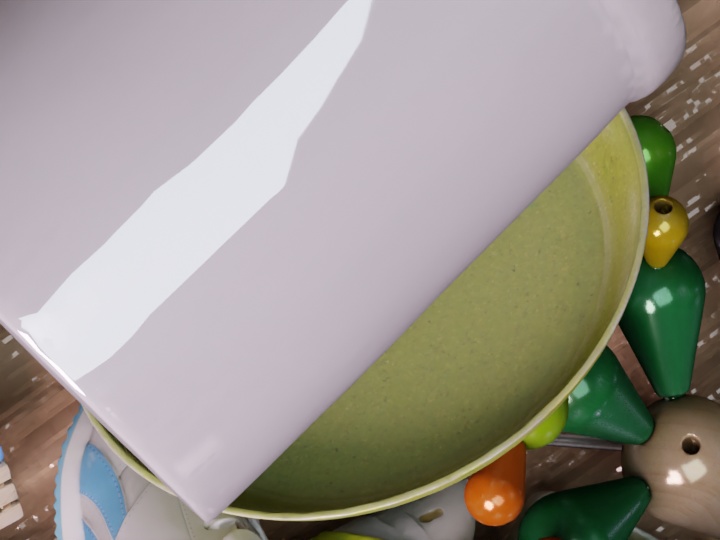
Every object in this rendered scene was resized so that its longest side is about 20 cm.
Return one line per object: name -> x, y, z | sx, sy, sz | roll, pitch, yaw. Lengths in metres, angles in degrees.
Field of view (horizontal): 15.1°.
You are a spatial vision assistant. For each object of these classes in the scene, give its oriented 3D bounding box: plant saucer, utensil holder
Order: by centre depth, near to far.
utensil holder -> -0.031, -0.050, 0.800 | 0.200, 0.170, 0.170 | -47, 107, -6
plant saucer -> 0.000, 0.000, 0.882 | 0.199, 0.200, 0.031 | -30, 141, -2

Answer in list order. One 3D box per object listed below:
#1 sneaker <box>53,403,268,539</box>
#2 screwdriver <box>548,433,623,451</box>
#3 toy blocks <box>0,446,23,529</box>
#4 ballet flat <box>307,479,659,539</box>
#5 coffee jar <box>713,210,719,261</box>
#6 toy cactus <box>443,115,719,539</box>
sneaker -> -0.055, 0.103, 0.884 | 0.080, 0.201, 0.077 | -23, 132, 25
screwdriver -> 0.059, 0.056, 0.977 | 0.199, 0.028, 0.029 | 0, 75, -13
toy blocks -> -0.177, 0.078, 0.896 | 0.136, 0.100, 0.201 | -28, 132, -21
ballet flat -> 0.046, 0.110, 0.974 | 0.199, 0.067, 0.067 | 11, 81, -15
coffee jar -> 0.195, 0.053, 0.958 | 0.085, 0.104, 0.201 | -24, 106, -7
toy cactus -> 0.081, 0.054, 0.935 | 0.165, 0.102, 0.201 | 32, 60, -31
